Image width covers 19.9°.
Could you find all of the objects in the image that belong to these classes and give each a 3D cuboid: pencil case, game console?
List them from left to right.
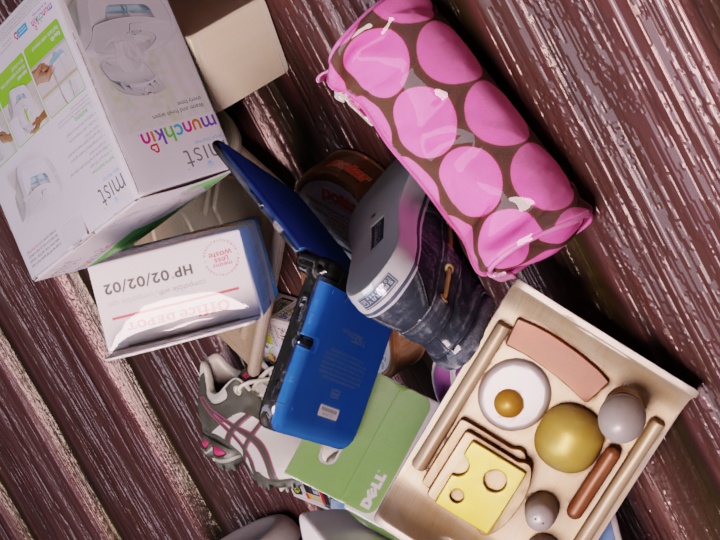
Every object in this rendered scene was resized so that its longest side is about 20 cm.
[{"bbox_3d":[-0.054,0.022,1.447,0.118,0.172,0.200,18,176,18],"label":"game console"},{"bbox_3d":[0.061,-0.085,1.358,0.200,0.094,0.091,52,-176,10],"label":"pencil case"}]

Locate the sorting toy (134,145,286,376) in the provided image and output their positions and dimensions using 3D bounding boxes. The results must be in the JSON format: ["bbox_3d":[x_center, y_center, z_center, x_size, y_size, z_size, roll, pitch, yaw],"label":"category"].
[{"bbox_3d":[-0.118,-0.040,1.680,0.200,0.036,0.186,46,139,34],"label":"sorting toy"}]

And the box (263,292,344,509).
[{"bbox_3d":[-0.040,0.115,1.744,0.110,0.035,0.201,15,130,48],"label":"box"}]

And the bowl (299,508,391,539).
[{"bbox_3d":[0.022,0.286,1.584,0.200,0.074,0.201,-147,44,-71],"label":"bowl"}]

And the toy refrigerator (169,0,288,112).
[{"bbox_3d":[-0.150,-0.169,1.594,0.199,0.076,0.070,10,127,50],"label":"toy refrigerator"}]

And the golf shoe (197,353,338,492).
[{"bbox_3d":[-0.076,0.126,1.702,0.199,0.077,0.089,9,119,50],"label":"golf shoe"}]

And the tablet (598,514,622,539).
[{"bbox_3d":[0.122,0.202,1.448,0.014,0.129,0.201,47,-152,-63],"label":"tablet"}]

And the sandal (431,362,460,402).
[{"bbox_3d":[0.095,0.078,1.503,0.083,0.050,0.203,57,150,1],"label":"sandal"}]

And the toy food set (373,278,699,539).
[{"bbox_3d":[0.117,0.124,1.381,0.143,0.060,0.201,31,104,2],"label":"toy food set"}]

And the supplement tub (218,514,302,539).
[{"bbox_3d":[-0.077,0.345,1.905,0.201,0.145,0.145,60,149,-5],"label":"supplement tub"}]

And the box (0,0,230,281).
[{"bbox_3d":[-0.205,-0.110,1.536,0.200,0.096,0.177,-32,81,53],"label":"box"}]

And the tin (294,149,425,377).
[{"bbox_3d":[0.000,0.000,1.580,0.112,0.042,0.201,28,139,33],"label":"tin"}]

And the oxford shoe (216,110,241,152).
[{"bbox_3d":[-0.158,-0.102,1.628,0.199,0.075,0.058,12,150,45],"label":"oxford shoe"}]

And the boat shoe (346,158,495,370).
[{"bbox_3d":[0.043,-0.008,1.404,0.091,0.201,0.071,41,116,-16],"label":"boat shoe"}]

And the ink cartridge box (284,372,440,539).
[{"bbox_3d":[0.056,0.158,1.528,0.199,0.104,0.059,26,169,20],"label":"ink cartridge box"}]

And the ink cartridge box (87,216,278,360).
[{"bbox_3d":[-0.128,0.010,1.495,0.200,0.114,0.068,-78,-27,-85],"label":"ink cartridge box"}]
